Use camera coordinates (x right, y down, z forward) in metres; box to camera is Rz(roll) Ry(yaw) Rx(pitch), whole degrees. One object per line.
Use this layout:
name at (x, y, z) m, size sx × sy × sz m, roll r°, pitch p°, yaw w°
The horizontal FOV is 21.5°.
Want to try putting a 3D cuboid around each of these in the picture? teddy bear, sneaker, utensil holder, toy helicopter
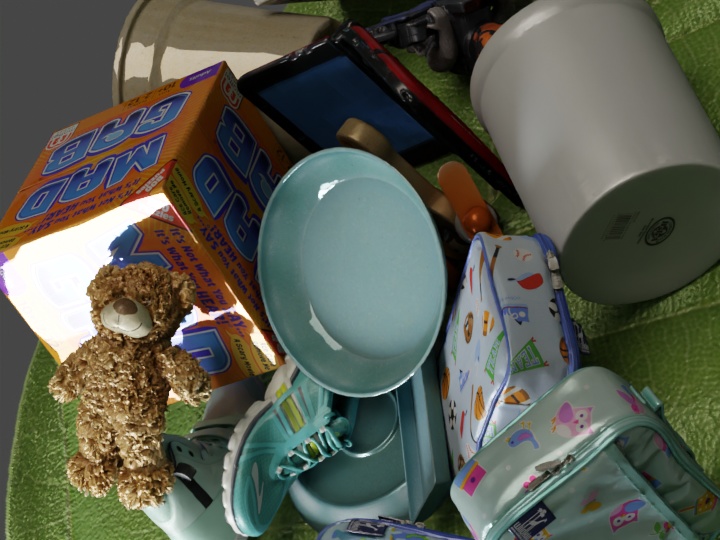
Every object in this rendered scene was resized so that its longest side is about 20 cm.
teddy bear at (-0.190, 0.094, 1.534) m, size 0.145 × 0.067 × 0.201 m, roll 31°, pitch 107°, yaw 30°
sneaker at (-0.135, 0.144, 1.626) m, size 0.073 × 0.118 × 0.201 m, roll -20°, pitch 42°, yaw 27°
utensil holder at (0.198, -0.098, 1.507) m, size 0.169 × 0.170 × 0.201 m, roll -34°, pitch 50°, yaw 15°
sneaker at (-0.049, 0.132, 1.574) m, size 0.079 × 0.078 × 0.201 m, roll 22°, pitch 77°, yaw 34°
toy helicopter at (0.057, -0.056, 1.559) m, size 0.079 × 0.200 × 0.132 m, roll -54°, pitch 30°, yaw -8°

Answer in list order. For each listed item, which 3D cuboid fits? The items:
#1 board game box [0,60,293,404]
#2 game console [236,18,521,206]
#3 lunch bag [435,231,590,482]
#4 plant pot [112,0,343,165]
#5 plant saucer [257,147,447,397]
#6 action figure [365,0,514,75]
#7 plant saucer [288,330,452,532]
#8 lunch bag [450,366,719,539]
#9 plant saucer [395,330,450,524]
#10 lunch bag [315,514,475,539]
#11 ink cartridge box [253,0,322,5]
board game box at (-0.173, -0.024, 1.674) m, size 0.199 × 0.200 × 0.200 m, roll -19°, pitch 30°, yaw 27°
game console at (0.020, -0.111, 1.624) m, size 0.119 × 0.200 × 0.173 m, roll -45°, pitch 47°, yaw 7°
lunch bag at (0.111, 0.069, 1.454) m, size 0.075 × 0.201 × 0.161 m, roll 2°, pitch 49°, yaw -13°
plant pot at (-0.103, -0.168, 1.780) m, size 0.182 × 0.201 × 0.202 m, roll 3°, pitch 64°, yaw 25°
plant saucer at (0.000, 0.000, 1.529) m, size 0.199 × 0.036 × 0.202 m, roll 8°, pitch 102°, yaw 40°
action figure at (0.093, -0.191, 1.681) m, size 0.199 × 0.105 × 0.193 m, roll -22°, pitch 30°, yaw -26°
plant saucer at (0.012, 0.130, 1.597) m, size 0.199 × 0.027 × 0.201 m, roll -19°, pitch 52°, yaw 26°
lunch bag at (0.167, 0.162, 1.336) m, size 0.160 × 0.200 × 0.077 m, roll -38°, pitch 48°, yaw 8°
plant saucer at (0.047, 0.103, 1.532) m, size 0.070 × 0.019 × 0.201 m, roll 113°, pitch 156°, yaw -50°
lunch bag at (0.028, 0.291, 1.426) m, size 0.160 × 0.083 × 0.201 m, roll 10°, pitch 68°, yaw 20°
ink cartridge box at (-0.016, -0.316, 1.782) m, size 0.145 × 0.200 × 0.085 m, roll -23°, pitch 88°, yaw 24°
